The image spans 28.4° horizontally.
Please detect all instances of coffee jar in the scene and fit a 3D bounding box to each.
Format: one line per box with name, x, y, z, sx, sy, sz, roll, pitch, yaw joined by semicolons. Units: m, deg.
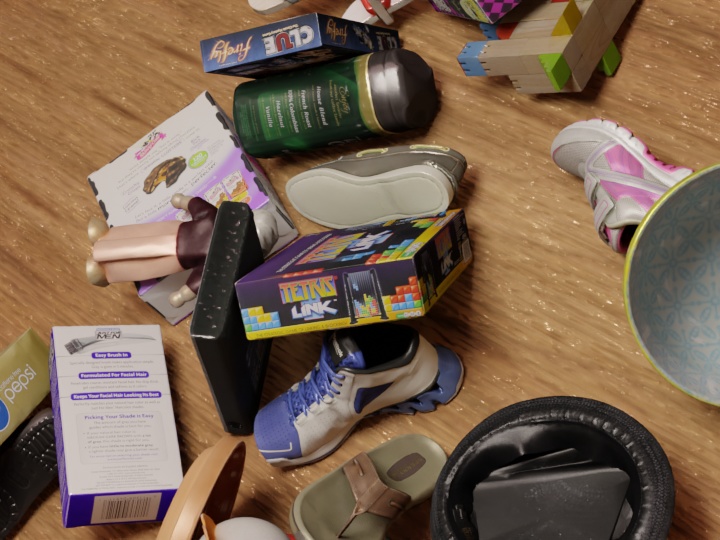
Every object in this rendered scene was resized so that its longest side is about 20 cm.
coffee jar;-0.025;-0.172;1.470;0.200;0.104;0.085;-9;92;25

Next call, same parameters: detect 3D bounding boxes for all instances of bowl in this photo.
bowl;0.303;0.004;1.144;0.200;0.200;0.108;-36;7;4

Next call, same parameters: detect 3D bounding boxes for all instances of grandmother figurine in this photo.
grandmother figurine;-0.173;-0.023;1.401;0.200;0.061;0.121;-9;77;19

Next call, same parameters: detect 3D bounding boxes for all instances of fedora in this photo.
fedora;0.159;0.196;1.124;0.200;0.092;0.201;-15;53;21

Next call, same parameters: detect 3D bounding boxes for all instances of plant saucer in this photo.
plant saucer;-0.148;0.236;1.213;0.032;0.200;0.201;19;67;6

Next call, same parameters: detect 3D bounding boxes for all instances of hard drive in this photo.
hard drive;-0.114;0.047;1.313;0.033;0.200;0.140;6;60;8

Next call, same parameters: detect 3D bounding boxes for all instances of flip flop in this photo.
flip flop;0.014;0.181;1.172;0.081;0.200;0.058;44;129;16

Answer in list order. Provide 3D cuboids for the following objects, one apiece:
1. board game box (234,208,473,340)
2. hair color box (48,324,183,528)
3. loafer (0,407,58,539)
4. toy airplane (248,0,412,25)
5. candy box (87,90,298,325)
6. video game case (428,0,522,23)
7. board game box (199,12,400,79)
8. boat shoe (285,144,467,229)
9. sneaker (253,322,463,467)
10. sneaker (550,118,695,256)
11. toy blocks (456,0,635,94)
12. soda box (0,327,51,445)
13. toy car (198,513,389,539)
board game box;0.000;0.000;1.285;0.165;0.057;0.200;-8;12;18
hair color box;-0.239;0.147;1.377;0.109;0.065;0.200;0;50;-18
loafer;-0.360;0.215;1.441;0.200;0.073;0.071;-40;16;1
toy airplane;-0.012;-0.357;1.549;0.199;0.141;0.200;13;61;41
candy box;-0.182;-0.070;1.516;0.168;0.072;0.200;-35;49;5
video game case;0.173;-0.327;1.441;0.200;0.036;0.181;-38;20;-4
board game box;-0.057;-0.228;1.475;0.135;0.200;0.035;-9;90;25
boat shoe;0.015;-0.087;1.417;0.201;0.072;0.060;-1;37;38
sneaker;-0.018;0.095;1.281;0.199;0.115;0.081;-24;49;14
sneaker;0.235;-0.065;1.263;0.088;0.081;0.200;-47;48;-8
toy blocks;0.184;-0.246;1.416;0.137;0.100;0.200;5;51;42
soda box;-0.373;0.140;1.416;0.068;0.064;0.200;-36;11;29
toy car;-0.075;0.271;1.138;0.184;0.200;0.177;-31;49;9
